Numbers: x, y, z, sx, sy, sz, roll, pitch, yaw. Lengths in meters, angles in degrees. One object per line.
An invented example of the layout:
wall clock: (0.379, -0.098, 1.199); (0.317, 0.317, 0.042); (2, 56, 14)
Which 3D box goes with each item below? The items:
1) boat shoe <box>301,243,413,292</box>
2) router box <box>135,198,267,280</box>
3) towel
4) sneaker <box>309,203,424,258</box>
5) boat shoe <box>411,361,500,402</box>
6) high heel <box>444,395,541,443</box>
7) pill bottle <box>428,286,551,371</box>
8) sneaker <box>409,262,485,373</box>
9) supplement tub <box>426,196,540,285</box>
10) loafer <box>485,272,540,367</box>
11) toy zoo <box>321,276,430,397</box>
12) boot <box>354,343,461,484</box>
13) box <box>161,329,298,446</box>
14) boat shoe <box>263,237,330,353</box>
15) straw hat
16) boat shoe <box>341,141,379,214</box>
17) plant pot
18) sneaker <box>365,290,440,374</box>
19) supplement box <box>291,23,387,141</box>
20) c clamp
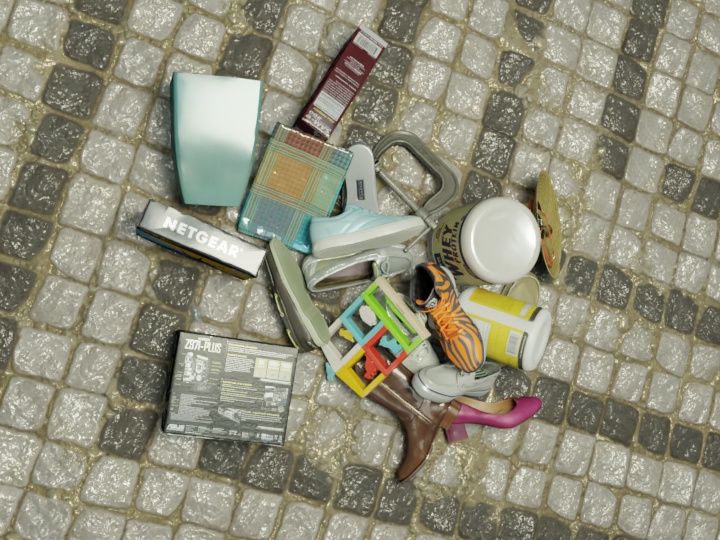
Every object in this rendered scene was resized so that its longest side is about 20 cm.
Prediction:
boat shoe: (-0.001, -0.001, 1.359); (0.200, 0.075, 0.065); (-5, 47, -15)
router box: (-0.258, -0.046, 1.254); (0.199, 0.149, 0.051); (24, 81, -14)
towel: (-0.112, -0.133, 1.324); (0.145, 0.022, 0.201); (19, 109, -15)
sneaker: (0.009, -0.081, 1.321); (0.198, 0.074, 0.083); (-11, 75, -12)
boat shoe: (0.170, 0.181, 1.370); (0.199, 0.074, 0.067); (3, 131, -48)
high heel: (0.238, 0.244, 1.432); (0.198, 0.067, 0.097); (-18, 104, -13)
pill bottle: (0.225, 0.094, 1.373); (0.199, 0.112, 0.113); (19, 81, 26)
sneaker: (0.133, 0.078, 1.295); (0.077, 0.112, 0.201); (-33, 69, 21)
supplement tub: (0.209, -0.046, 1.367); (0.143, 0.200, 0.147); (1, 88, -17)
loafer: (0.290, 0.096, 1.455); (0.075, 0.068, 0.202); (26, 82, -16)
toy zoo: (0.010, 0.124, 1.332); (0.131, 0.020, 0.200); (49, 115, 14)
boot: (0.051, 0.252, 1.382); (0.199, 0.064, 0.187); (34, 91, -2)
box: (-0.217, 0.193, 1.290); (0.198, 0.086, 0.166); (9, 86, -16)
boat shoe: (-0.123, 0.046, 1.333); (0.060, 0.072, 0.203); (-25, 92, 22)
straw hat: (0.314, -0.082, 1.457); (0.084, 0.201, 0.203); (-7, 90, 26)
boat shoe: (-0.002, -0.128, 1.377); (0.071, 0.066, 0.202); (-3, 108, 6)
plant pot: (-0.241, -0.206, 1.276); (0.140, 0.141, 0.202); (1, 95, -16)
sneaker: (0.090, 0.123, 1.371); (0.074, 0.115, 0.201); (-40, 100, -16)
supplement box: (-0.039, -0.316, 1.351); (0.061, 0.109, 0.201); (34, 80, -13)
c clamp: (0.085, -0.156, 1.394); (0.170, 0.027, 0.200); (-35, 77, -17)
